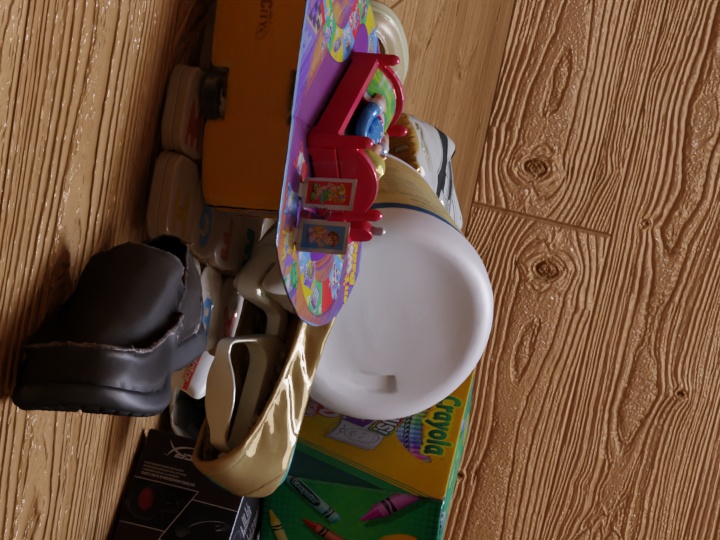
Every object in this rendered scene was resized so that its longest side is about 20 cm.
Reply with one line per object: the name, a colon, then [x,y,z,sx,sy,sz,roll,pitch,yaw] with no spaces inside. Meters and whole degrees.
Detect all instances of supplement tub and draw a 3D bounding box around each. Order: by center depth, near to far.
supplement tub: [0.000,0.000,1.315,0.200,0.144,0.145,-118,-143,-67]

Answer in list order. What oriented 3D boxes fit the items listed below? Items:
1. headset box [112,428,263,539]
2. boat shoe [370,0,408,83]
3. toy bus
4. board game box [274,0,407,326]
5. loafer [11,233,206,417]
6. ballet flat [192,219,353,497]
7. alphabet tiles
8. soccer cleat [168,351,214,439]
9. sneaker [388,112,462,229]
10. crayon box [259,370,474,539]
headset box: [-0.122,0.223,1.223,0.149,0.075,0.201,87,18,-65]
boat shoe: [-0.007,-0.125,1.489,0.200,0.073,0.063,96,8,-50]
toy bus: [-0.044,-0.132,1.093,0.078,0.065,0.201,15,80,-74]
board game box: [0.002,-0.067,1.078,0.158,0.039,0.201,29,68,-72]
loafer: [-0.121,0.022,0.936,0.200,0.073,0.072,-66,159,-79]
ballet flat: [-0.052,0.035,1.149,0.063,0.068,0.201,21,78,-43]
alphabet tiles: [-0.078,-0.050,1.142,0.200,0.015,0.196,34,64,-72]
soccer cleat: [-0.092,0.090,1.281,0.200,0.068,0.085,85,28,-59]
sneaker: [0.047,-0.018,1.471,0.088,0.075,0.201,7,84,-54]
crayon box: [0.008,0.125,1.325,0.200,0.118,0.058,-69,166,-66]
